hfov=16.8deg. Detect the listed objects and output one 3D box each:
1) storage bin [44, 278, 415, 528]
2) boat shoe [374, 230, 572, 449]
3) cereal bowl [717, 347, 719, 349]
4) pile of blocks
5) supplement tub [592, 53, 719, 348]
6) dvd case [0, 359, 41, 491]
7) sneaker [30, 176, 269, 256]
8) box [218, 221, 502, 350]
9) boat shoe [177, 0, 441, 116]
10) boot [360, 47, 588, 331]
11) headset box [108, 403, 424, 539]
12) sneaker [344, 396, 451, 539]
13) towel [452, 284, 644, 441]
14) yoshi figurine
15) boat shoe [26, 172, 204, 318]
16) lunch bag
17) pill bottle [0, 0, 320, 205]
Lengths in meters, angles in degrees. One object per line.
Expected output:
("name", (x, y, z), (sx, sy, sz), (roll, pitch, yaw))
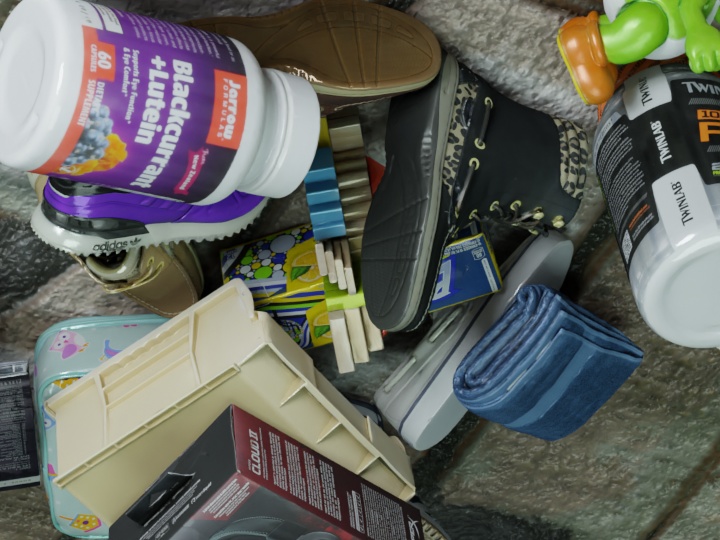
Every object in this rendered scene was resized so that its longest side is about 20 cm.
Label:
("storage bin", (-0.094, 0.134, 1.797), (0.198, 0.094, 0.200), (-33, 123, 17))
("boat shoe", (0.083, 0.042, 1.866), (0.201, 0.066, 0.072), (-56, 155, 18))
("cereal bowl", (0.335, -0.025, 1.837), (0.199, 0.084, 0.201), (-9, 139, -7))
("pile of blocks", (-0.003, -0.033, 1.721), (0.062, 0.082, 0.202), (-10, 96, 1))
("supplement tub", (0.232, -0.054, 1.710), (0.122, 0.201, 0.123), (-6, 136, -6))
("dvd case", (-0.314, 0.124, 1.806), (0.148, 0.016, 0.200), (-8, 152, -9))
("sneaker", (-0.129, -0.075, 1.672), (0.199, 0.069, 0.100), (-16, 134, -43))
("box", (0.000, 0.000, 1.811), (0.199, 0.070, 0.064), (-17, 134, 6))
("boat shoe", (-0.045, -0.136, 1.677), (0.198, 0.073, 0.072), (-6, 156, -6))
("boot", (0.085, -0.041, 1.714), (0.153, 0.205, 0.073), (20, 161, -34))
("headset box", (-0.074, 0.197, 1.740), (0.199, 0.077, 0.149), (32, 118, -28))
("sneaker", (0.018, 0.182, 1.949), (0.070, 0.109, 0.200), (-38, 108, 18))
("towel", (0.143, 0.076, 1.855), (0.112, 0.049, 0.200), (-50, 155, 7))
("yoshi figurine", (0.241, -0.171, 1.671), (0.199, 0.113, 0.112), (-28, 148, 14))
("boat shoe", (-0.178, -0.019, 1.760), (0.074, 0.067, 0.200), (-27, 133, 17))
("lunch bag", (-0.171, 0.122, 1.895), (0.159, 0.077, 0.201), (-6, 135, -7))
("pill bottle", (-0.129, -0.103, 1.556), (0.199, 0.112, 0.112), (10, 133, -33))
